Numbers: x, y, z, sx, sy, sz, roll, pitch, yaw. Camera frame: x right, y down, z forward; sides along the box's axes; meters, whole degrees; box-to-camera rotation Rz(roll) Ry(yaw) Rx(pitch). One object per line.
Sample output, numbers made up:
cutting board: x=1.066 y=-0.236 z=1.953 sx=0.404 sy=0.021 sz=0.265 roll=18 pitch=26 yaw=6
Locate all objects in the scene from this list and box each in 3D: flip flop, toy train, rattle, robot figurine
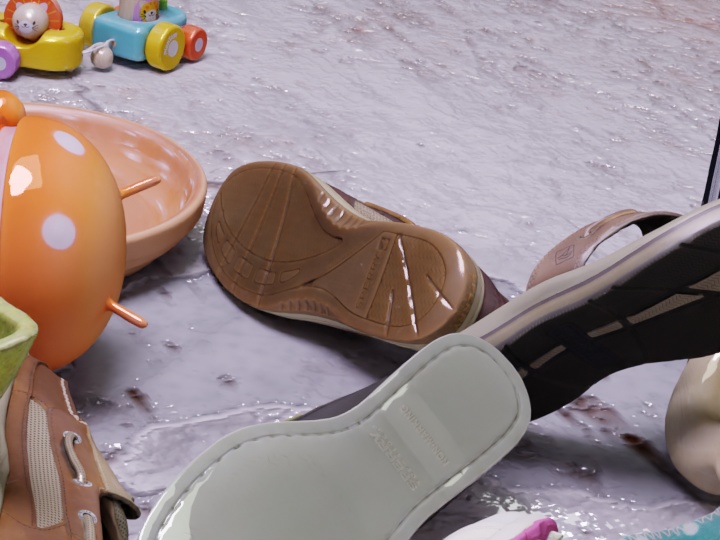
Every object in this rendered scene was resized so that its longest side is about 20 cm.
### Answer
flip flop: x=0.105 y=0.009 z=0.810 sx=0.081 sy=0.200 sz=0.058 roll=38 pitch=35 yaw=-42
toy train: x=-0.201 y=-0.176 z=1.260 sx=0.199 sy=0.056 sz=0.150 roll=-4 pitch=27 yaw=-20
rattle: x=0.196 y=0.093 z=0.805 sx=0.130 sy=0.143 sz=0.200 roll=-18 pitch=30 yaw=28
robot figurine: x=-0.188 y=-0.014 z=0.829 sx=0.199 sy=0.117 sz=0.144 roll=2 pitch=12 yaw=-1

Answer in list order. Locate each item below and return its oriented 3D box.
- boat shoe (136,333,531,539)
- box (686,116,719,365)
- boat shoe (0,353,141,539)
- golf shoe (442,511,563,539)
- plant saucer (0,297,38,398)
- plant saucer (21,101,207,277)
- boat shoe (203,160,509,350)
boat shoe: x=-0.014 y=0.088 z=0.730 sx=0.201 sy=0.061 sz=0.072 roll=-25 pitch=77 yaw=-43
box: x=0.275 y=-0.021 z=0.967 sx=0.199 sy=0.118 sz=0.197 roll=11 pitch=25 yaw=6
boat shoe: x=-0.121 y=0.091 z=0.691 sx=0.074 sy=0.076 sz=0.200 roll=25 pitch=15 yaw=-11
golf shoe: x=0.002 y=0.126 z=0.633 sx=0.091 sy=0.076 sz=0.200 roll=15 pitch=24 yaw=25
plant saucer: x=-0.234 y=0.045 z=0.649 sx=0.199 sy=0.048 sz=0.200 roll=-22 pitch=28 yaw=-30
plant saucer: x=-0.179 y=-0.036 z=0.984 sx=0.199 sy=0.038 sz=0.200 roll=5 pitch=24 yaw=-2
boat shoe: x=0.000 y=0.000 z=0.931 sx=0.072 sy=0.072 sz=0.200 roll=26 pitch=-5 yaw=-43
